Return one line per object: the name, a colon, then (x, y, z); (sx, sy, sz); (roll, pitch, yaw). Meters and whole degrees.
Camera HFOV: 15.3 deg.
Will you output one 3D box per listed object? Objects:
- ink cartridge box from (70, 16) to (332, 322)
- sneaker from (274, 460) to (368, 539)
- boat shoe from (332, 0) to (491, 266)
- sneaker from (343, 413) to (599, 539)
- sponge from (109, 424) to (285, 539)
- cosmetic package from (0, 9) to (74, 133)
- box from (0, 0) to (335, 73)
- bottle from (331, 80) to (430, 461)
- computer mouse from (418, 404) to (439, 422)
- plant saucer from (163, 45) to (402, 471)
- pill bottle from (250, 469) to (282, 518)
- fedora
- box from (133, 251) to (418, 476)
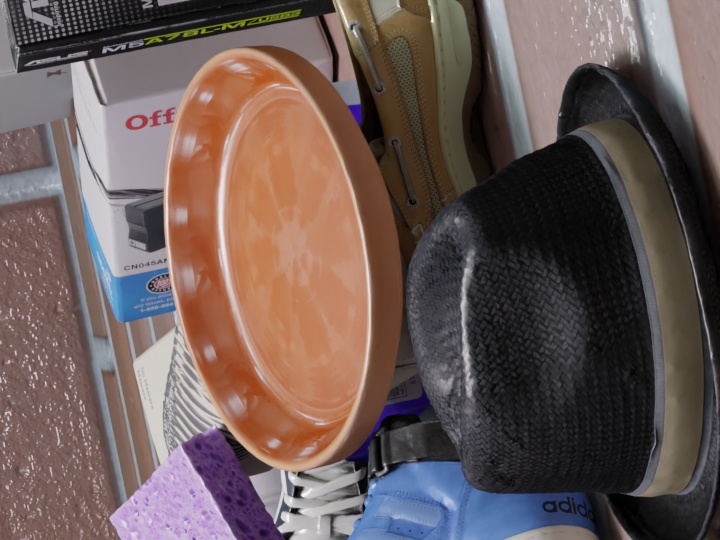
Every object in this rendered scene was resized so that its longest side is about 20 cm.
ink cartridge box: (-0.095, -0.074, 1.637); (0.200, 0.144, 0.084); (91, 162, -50)
sneaker: (-0.017, 0.139, 1.536); (0.199, 0.079, 0.130); (94, -178, -56)
boat shoe: (0.018, -0.051, 1.272); (0.072, 0.076, 0.201); (-130, 30, -64)
sneaker: (0.013, 0.130, 1.237); (0.077, 0.200, 0.111); (37, -148, -49)
sponge: (-0.056, 0.189, 1.400); (0.200, 0.030, 0.112); (59, 145, 9)
cosmetic package: (-0.415, -0.273, 2.972); (0.167, 0.166, 0.201); (110, 146, -69)
box: (-0.114, -0.223, 1.458); (0.048, 0.192, 0.201); (134, 124, -75)
bottle: (0.000, 0.000, 1.443); (0.084, 0.065, 0.201); (154, 105, -72)
computer mouse: (0.058, 0.132, 1.406); (0.059, 0.034, 0.200); (50, 160, 33)
plant saucer: (-0.035, -0.006, 1.266); (0.200, 0.032, 0.201); (23, 118, 55)
pill bottle: (-0.038, 0.222, 1.723); (0.120, 0.119, 0.201); (112, 145, -70)
fedora: (0.072, 0.023, 1.036); (0.201, 0.091, 0.201); (168, 90, -79)
box: (-0.043, 0.047, 1.393); (0.200, 0.068, 0.082); (-40, 65, 55)
